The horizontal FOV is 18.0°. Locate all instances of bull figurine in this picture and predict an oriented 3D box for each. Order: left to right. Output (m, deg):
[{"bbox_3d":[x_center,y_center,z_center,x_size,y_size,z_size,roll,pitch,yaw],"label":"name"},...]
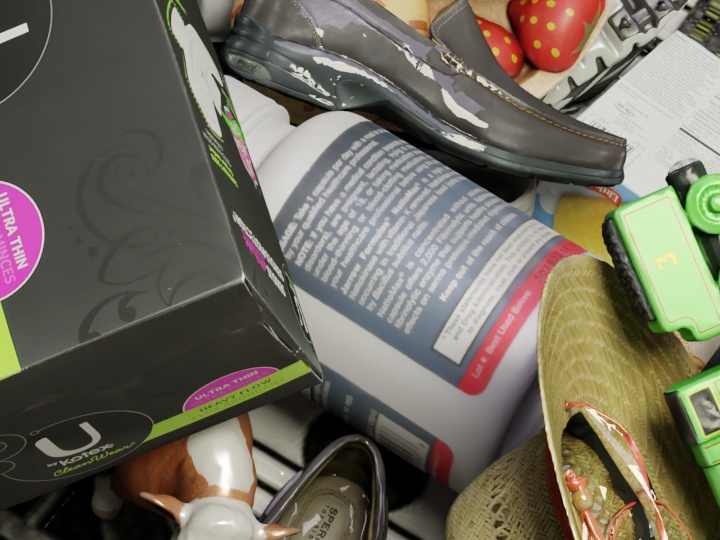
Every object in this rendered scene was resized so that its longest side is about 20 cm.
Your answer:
[{"bbox_3d":[-0.088,0.056,0.959,0.065,0.121,0.202,-10,72,-24],"label":"bull figurine"}]

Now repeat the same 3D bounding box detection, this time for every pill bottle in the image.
[{"bbox_3d":[0.000,0.000,1.007,0.199,0.120,0.120,32,51,13],"label":"pill bottle"}]

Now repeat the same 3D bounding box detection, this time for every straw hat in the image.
[{"bbox_3d":[0.078,0.099,0.835,0.085,0.201,0.202,-26,40,24],"label":"straw hat"}]

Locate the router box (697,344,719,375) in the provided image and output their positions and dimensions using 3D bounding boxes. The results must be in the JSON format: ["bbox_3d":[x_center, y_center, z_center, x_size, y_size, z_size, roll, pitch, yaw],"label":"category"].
[{"bbox_3d":[0.211,0.086,0.957,0.158,0.052,0.200,62,18,0],"label":"router box"}]

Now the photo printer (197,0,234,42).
[{"bbox_3d":[-0.016,-0.208,1.240,0.198,0.070,0.167,-10,55,-21],"label":"photo printer"}]

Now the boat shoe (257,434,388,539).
[{"bbox_3d":[-0.036,0.151,0.946,0.073,0.065,0.201,16,50,1],"label":"boat shoe"}]

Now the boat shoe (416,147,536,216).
[{"bbox_3d":[-0.012,-0.038,1.105,0.198,0.066,0.074,0,52,-13],"label":"boat shoe"}]

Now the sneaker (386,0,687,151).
[{"bbox_3d":[0.085,-0.102,1.183,0.199,0.091,0.067,-32,78,-4],"label":"sneaker"}]

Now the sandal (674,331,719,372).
[{"bbox_3d":[0.111,0.040,1.062,0.198,0.054,0.081,15,78,2],"label":"sandal"}]

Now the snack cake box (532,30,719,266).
[{"bbox_3d":[0.198,-0.019,1.139,0.200,0.067,0.115,37,51,17],"label":"snack cake box"}]

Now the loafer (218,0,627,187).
[{"bbox_3d":[0.037,-0.093,1.058,0.198,0.073,0.073,20,93,-10],"label":"loafer"}]

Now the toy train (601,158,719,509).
[{"bbox_3d":[0.146,0.057,0.839,0.056,0.042,0.201,-23,88,-3],"label":"toy train"}]

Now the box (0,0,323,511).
[{"bbox_3d":[-0.121,-0.036,0.876,0.147,0.124,0.201,-22,66,5],"label":"box"}]

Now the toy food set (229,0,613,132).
[{"bbox_3d":[0.030,-0.166,1.128,0.198,0.049,0.200,-1,77,3],"label":"toy food set"}]
